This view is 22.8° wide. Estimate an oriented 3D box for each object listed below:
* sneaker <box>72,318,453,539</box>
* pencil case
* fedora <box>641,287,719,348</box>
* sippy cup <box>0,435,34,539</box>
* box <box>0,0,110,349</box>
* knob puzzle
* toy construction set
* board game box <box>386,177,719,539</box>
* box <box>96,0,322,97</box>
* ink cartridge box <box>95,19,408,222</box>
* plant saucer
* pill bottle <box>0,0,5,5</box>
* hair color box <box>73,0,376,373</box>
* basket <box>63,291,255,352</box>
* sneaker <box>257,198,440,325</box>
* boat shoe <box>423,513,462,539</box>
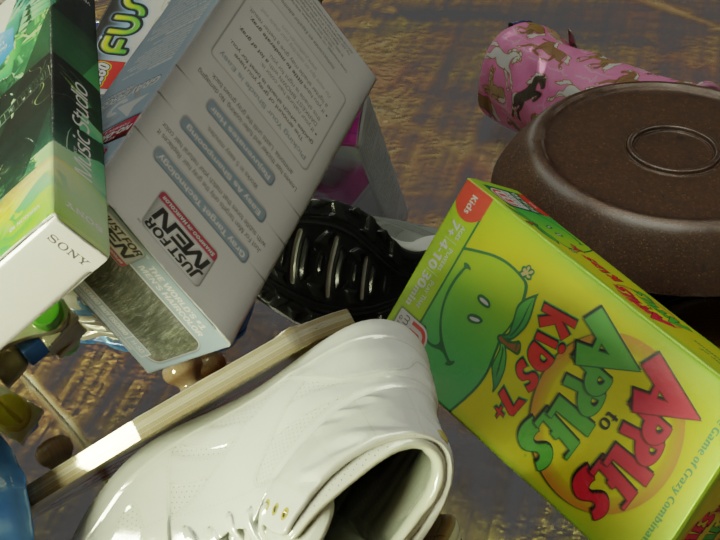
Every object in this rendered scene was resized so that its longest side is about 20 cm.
[{"bbox_3d":[-0.048,0.110,0.759,0.200,0.074,0.116,-39,24,9],"label":"sneaker"},{"bbox_3d":[0.175,-0.121,1.296,0.082,0.087,0.200,18,8,-43],"label":"pencil case"},{"bbox_3d":[0.217,0.057,0.933,0.199,0.082,0.201,1,27,-1],"label":"fedora"},{"bbox_3d":[-0.216,0.122,0.782,0.129,0.140,0.179,-3,61,-29],"label":"sippy cup"},{"bbox_3d":[-0.173,-0.033,0.786,0.144,0.036,0.201,-39,36,19],"label":"box"},{"bbox_3d":[-0.084,0.058,0.862,0.219,0.031,0.220,-29,-4,-3],"label":"knob puzzle"},{"bbox_3d":[-0.223,0.002,0.926,0.131,0.200,0.092,-48,5,-10],"label":"toy construction set"},{"bbox_3d":[0.104,0.051,0.869,0.047,0.102,0.200,12,23,-50],"label":"board game box"},{"bbox_3d":[-0.083,-0.150,1.015,0.109,0.035,0.201,7,49,15],"label":"box"},{"bbox_3d":[-0.082,-0.078,1.112,0.195,0.200,0.044,7,66,16],"label":"ink cartridge box"},{"bbox_3d":[0.172,-0.055,0.996,0.199,0.035,0.201,0,34,0],"label":"plant saucer"},{"bbox_3d":[-0.237,-0.101,1.136,0.113,0.201,0.114,-1,27,0],"label":"pill bottle"},{"bbox_3d":[-0.072,-0.060,0.852,0.060,0.099,0.201,-19,31,38],"label":"hair color box"},{"bbox_3d":[-0.123,-0.020,1.060,0.175,0.140,0.200,9,-5,19],"label":"basket"},{"bbox_3d":[0.000,0.000,1.041,0.199,0.075,0.079,10,2,-39],"label":"sneaker"},{"bbox_3d":[0.005,0.167,0.743,0.073,0.065,0.200,-22,10,25],"label":"boat shoe"}]
